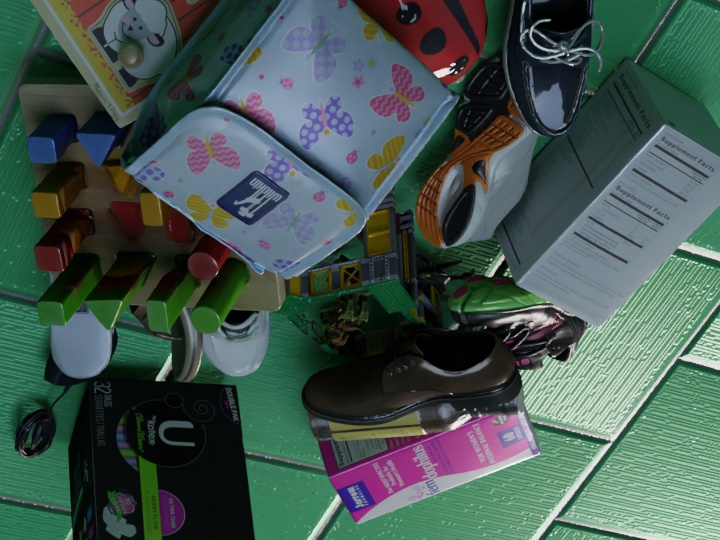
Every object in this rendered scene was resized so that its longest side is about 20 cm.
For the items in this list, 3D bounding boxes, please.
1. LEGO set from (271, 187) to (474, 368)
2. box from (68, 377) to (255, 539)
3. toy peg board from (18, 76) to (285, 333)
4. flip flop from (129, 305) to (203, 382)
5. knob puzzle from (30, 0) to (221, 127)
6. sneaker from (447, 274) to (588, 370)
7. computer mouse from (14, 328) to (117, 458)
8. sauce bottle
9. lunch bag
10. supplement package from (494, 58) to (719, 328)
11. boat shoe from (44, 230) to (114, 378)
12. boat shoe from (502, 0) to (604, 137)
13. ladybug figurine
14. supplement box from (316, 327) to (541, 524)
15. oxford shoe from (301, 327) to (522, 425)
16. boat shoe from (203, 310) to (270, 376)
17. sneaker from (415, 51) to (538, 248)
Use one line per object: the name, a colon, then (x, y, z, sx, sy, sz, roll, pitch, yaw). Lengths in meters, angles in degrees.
LEGO set: (0.000, 0.000, 1.619, 0.154, 0.116, 0.200, -17, 148, 25)
box: (-0.189, 0.218, 1.659, 0.148, 0.200, 0.124, 4, 140, -18)
toy peg board: (-0.176, -0.043, 1.415, 0.200, 0.098, 0.199, 2, 119, 14)
flip flop: (-0.180, 0.012, 1.578, 0.058, 0.081, 0.200, -16, 128, -9)
knob puzzle: (-0.151, -0.233, 1.339, 0.219, 0.030, 0.220, 0, 97, 2)
sneaker: (0.154, 0.052, 1.661, 0.200, 0.077, 0.084, 11, 94, -49)
computer mouse: (-0.283, 0.106, 1.668, 0.059, 0.034, 0.200, -8, 143, -46)
sauce bottle: (0.052, 0.123, 1.663, 0.200, 0.065, 0.065, -5, 134, 15)
lunch bag: (-0.055, -0.107, 1.316, 0.170, 0.127, 0.200, 39, 92, -28)
supplement package: (0.228, -0.068, 1.599, 0.109, 0.114, 0.200, 26, 119, -30)
boat shoe: (-0.234, -0.009, 1.554, 0.074, 0.068, 0.200, 0, 106, -1)
boat shoe: (0.162, -0.203, 1.460, 0.075, 0.062, 0.200, -1, 108, -12)
ladybug figurine: (0.043, -0.221, 1.410, 0.136, 0.072, 0.200, -59, 134, -21)
supplement box: (0.061, 0.152, 1.743, 0.200, 0.103, 0.101, -21, 141, 5)
oxford shoe: (0.039, 0.086, 1.599, 0.200, 0.073, 0.084, -12, 136, 10)
boat shoe: (-0.121, 0.034, 1.622, 0.073, 0.067, 0.200, -12, 132, -4)
sneaker: (0.125, -0.111, 1.577, 0.092, 0.076, 0.200, 1, 124, -56)
